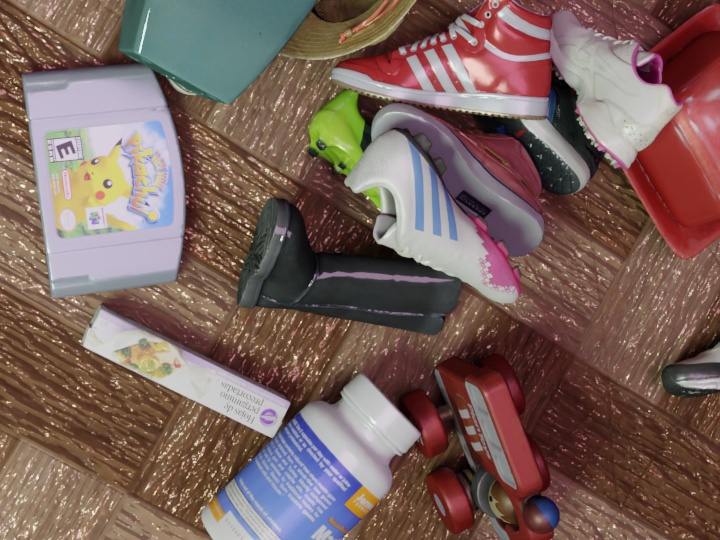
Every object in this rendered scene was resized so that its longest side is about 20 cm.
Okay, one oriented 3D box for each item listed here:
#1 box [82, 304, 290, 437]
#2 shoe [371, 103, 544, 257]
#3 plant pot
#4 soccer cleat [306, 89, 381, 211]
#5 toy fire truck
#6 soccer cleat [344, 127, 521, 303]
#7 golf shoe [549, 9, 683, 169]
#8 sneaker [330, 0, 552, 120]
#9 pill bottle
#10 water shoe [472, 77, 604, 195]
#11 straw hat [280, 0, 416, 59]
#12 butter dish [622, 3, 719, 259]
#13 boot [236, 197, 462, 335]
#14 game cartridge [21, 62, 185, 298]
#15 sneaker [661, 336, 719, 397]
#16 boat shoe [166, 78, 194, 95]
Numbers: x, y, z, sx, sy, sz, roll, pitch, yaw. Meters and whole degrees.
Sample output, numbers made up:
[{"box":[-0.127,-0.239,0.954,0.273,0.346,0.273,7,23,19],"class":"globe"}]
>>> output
[{"box":[-0.161,0.094,1.082,0.199,0.041,0.039,28,89,-16],"class":"box"},{"box":[0.093,-0.101,1.084,0.199,0.091,0.071,36,126,-20],"class":"shoe"},{"box":[-0.108,-0.246,0.953,0.140,0.141,0.201,26,90,-23],"class":"plant pot"},{"box":[0.037,-0.087,1.106,0.200,0.067,0.081,45,71,-14],"class":"soccer cleat"},{"box":[0.126,0.177,1.097,0.111,0.168,0.202,-22,100,-11],"class":"toy fire truck"},{"box":[0.062,-0.032,1.026,0.086,0.070,0.200,-42,112,-7],"class":"soccer cleat"},{"box":[0.233,-0.184,1.085,0.091,0.201,0.075,-38,137,24],"class":"golf shoe"},{"box":[0.076,-0.202,1.049,0.198,0.071,0.114,7,103,2],"class":"sneaker"},{"box":[-0.041,0.193,1.080,0.200,0.112,0.112,-44,104,-2],"class":"pill bottle"},{"box":[0.160,-0.166,1.136,0.201,0.071,0.079,52,55,-12],"class":"water shoe"},{"box":[-0.004,-0.251,1.055,0.202,0.200,0.085,-57,144,-3],"class":"straw hat"},{"box":[0.361,-0.140,1.131,0.199,0.148,0.200,-37,102,-14],"class":"butter dish"},{"box":[0.000,0.000,1.057,0.198,0.165,0.066,11,67,-12],"class":"boot"},{"box":[-0.225,-0.083,1.052,0.132,0.040,0.202,-9,98,-17],"class":"game cartridge"},{"box":[0.398,0.083,1.217,0.198,0.074,0.081,-11,84,-17],"class":"sneaker"},{"box":[-0.140,-0.260,1.043,0.071,0.060,0.204,4,94,-14],"class":"boat shoe"}]
